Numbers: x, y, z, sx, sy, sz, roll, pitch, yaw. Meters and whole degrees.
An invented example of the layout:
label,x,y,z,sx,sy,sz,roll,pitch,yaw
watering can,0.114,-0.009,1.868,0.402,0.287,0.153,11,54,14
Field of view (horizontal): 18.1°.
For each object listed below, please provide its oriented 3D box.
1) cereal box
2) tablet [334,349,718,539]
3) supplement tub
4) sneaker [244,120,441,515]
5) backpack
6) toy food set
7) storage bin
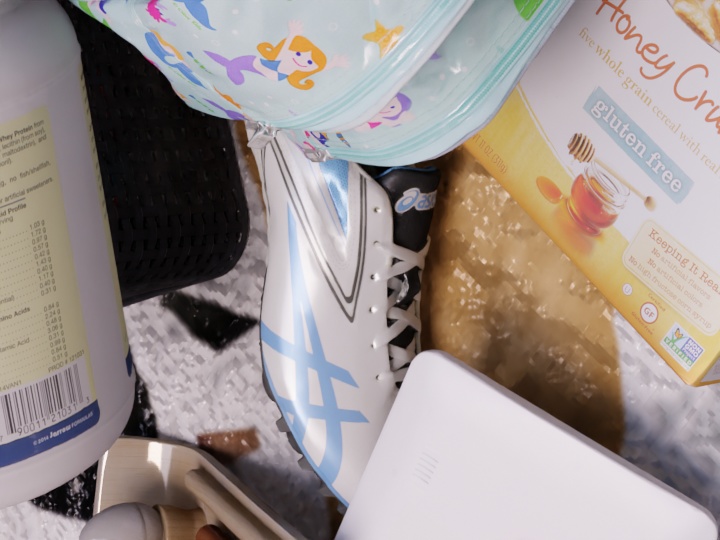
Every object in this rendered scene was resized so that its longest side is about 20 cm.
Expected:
label,x,y,z,sx,sy,sz,roll,pitch,yaw
cereal box,0.132,-0.080,0.781,0.144,0.039,0.200,48,121,26
tablet,0.042,0.140,0.859,0.130,0.014,0.201,30,119,15
supplement tub,-0.165,-0.025,0.822,0.145,0.145,0.201,10,117,38
sneaker,0.000,0.000,0.879,0.072,0.072,0.201,-8,92,31
backpack,0.000,-0.126,0.765,0.178,0.150,0.200,-54,15,-9
toy food set,-0.075,0.161,0.915,0.200,0.060,0.144,-151,66,-66
storage bin,-0.143,-0.081,0.971,0.135,0.094,0.201,-17,84,39
